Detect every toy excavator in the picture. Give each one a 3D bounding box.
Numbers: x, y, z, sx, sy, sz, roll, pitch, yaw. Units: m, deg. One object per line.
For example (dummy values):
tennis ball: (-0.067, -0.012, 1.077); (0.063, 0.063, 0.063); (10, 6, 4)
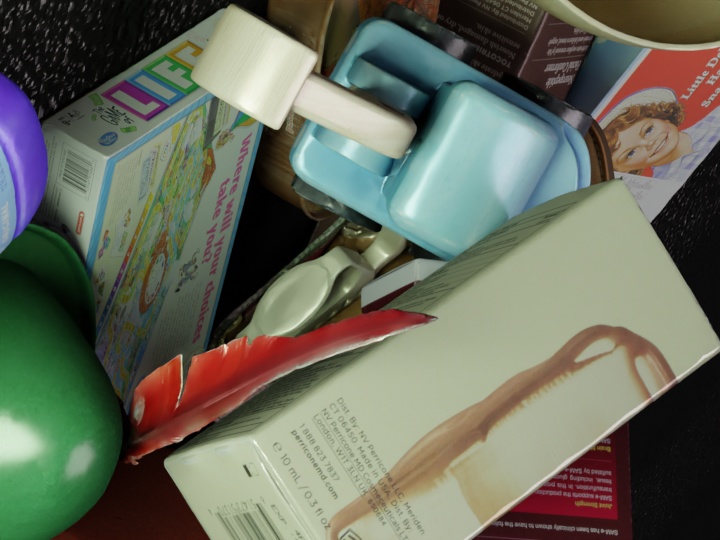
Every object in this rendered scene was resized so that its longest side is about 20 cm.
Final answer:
toy excavator: (0.018, -0.061, 1.210); (0.100, 0.194, 0.200); (-61, -170, 3)

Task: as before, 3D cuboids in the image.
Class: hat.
hat: (-0.105, 0.085, 1.062); (0.165, 0.176, 0.200); (-24, 135, -43)

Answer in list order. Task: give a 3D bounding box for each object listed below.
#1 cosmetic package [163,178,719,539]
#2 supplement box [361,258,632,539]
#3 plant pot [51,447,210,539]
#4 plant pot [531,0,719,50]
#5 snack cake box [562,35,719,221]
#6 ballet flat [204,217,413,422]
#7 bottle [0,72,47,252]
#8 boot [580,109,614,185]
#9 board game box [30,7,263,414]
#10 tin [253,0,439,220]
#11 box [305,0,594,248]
cosmetic package: (0.034, 0.055, 1.136); (0.200, 0.087, 0.103); (-35, -175, -24)
supplement box: (0.060, 0.102, 1.227); (0.061, 0.109, 0.201); (151, -58, -61)
plant pot: (-0.093, 0.191, 1.307); (0.200, 0.176, 0.200); (-23, 138, -62)
plant pot: (0.121, -0.203, 1.330); (0.201, 0.200, 0.134); (-58, -160, -10)
snack cake box: (0.139, -0.091, 1.547); (0.115, 0.067, 0.200); (8, 131, -43)
ballet flat: (0.000, 0.000, 1.353); (0.200, 0.069, 0.071); (-42, 162, -15)
bottle: (-0.188, 0.011, 0.954); (0.200, 0.065, 0.084); (-50, 160, -31)
boot: (0.072, 0.011, 1.419); (0.075, 0.074, 0.200); (14, 94, -51)
board game box: (-0.102, -0.002, 1.222); (0.134, 0.034, 0.200); (-38, 152, -49)
tin: (-0.005, -0.110, 1.318); (0.112, 0.042, 0.200); (-51, 161, -39)
box: (0.054, -0.082, 1.464); (0.200, 0.075, 0.100); (-65, 162, 17)
